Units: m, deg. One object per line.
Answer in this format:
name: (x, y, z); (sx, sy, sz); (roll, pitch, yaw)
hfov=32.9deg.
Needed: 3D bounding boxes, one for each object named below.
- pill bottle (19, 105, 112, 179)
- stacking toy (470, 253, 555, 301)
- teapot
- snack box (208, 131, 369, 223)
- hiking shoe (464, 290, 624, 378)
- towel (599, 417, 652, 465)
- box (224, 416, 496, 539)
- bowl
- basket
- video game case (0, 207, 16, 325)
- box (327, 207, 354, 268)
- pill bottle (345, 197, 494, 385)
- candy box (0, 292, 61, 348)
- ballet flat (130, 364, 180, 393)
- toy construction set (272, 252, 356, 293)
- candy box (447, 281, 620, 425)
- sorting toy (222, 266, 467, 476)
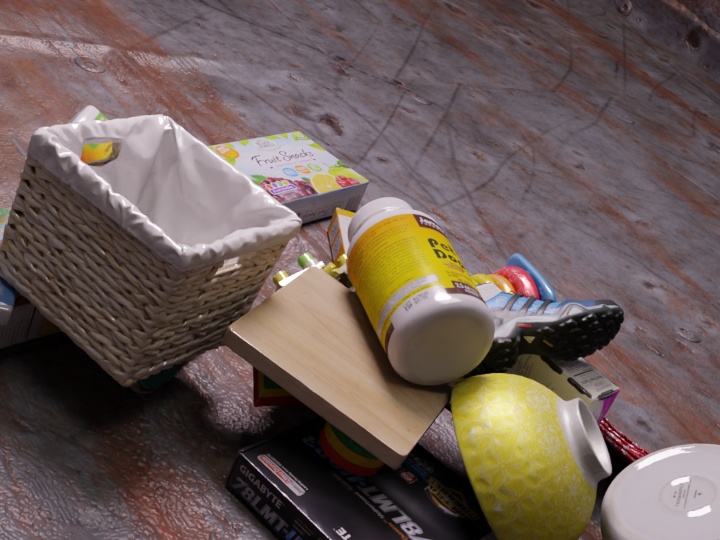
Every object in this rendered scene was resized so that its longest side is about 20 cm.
pill bottle: (-0.260, -0.072, 1.323); (0.200, 0.111, 0.111); (45, 23, -16)
stacking toy: (0.130, 0.047, 1.486); (0.199, 0.116, 0.110); (2, 35, -31)
teapot: (0.340, 0.277, 1.220); (0.200, 0.146, 0.197); (-27, 26, -17)
snack box: (-0.103, -0.125, 1.660); (0.142, 0.053, 0.200); (36, 29, 23)
hiking shoe: (0.181, 0.048, 1.273); (0.199, 0.075, 0.087); (-8, 46, -20)
towel: (0.266, 0.170, 1.400); (0.200, 0.022, 0.145); (43, -1, 30)
box: (0.008, 0.219, 1.152); (0.200, 0.050, 0.198); (38, 29, 26)
bowl: (0.179, 0.180, 1.185); (0.200, 0.107, 0.200); (55, 19, -30)
basket: (-0.204, -0.027, 1.144); (0.200, 0.161, 0.198); (39, 26, 16)
video game case: (-0.420, -0.027, 1.147); (0.199, 0.022, 0.182); (14, 29, -17)
box: (0.026, -0.002, 1.566); (0.119, 0.042, 0.200); (16, 31, -17)
pill bottle: (0.052, 0.013, 1.226); (0.109, 0.109, 0.200); (9, 34, -28)
candy box: (-0.347, 0.014, 1.215); (0.117, 0.057, 0.200); (37, 28, 24)
ballet flat: (-0.206, 0.072, 1.241); (0.062, 0.068, 0.200); (2, 18, 18)
toy construction set: (0.000, 0.000, 1.408); (0.200, 0.131, 0.092); (-23, 68, -3)
candy box: (0.171, 0.126, 1.351); (0.061, 0.137, 0.200); (-11, 44, -46)
sorting toy: (-0.020, 0.105, 1.194); (0.200, 0.070, 0.199); (36, 27, 8)
